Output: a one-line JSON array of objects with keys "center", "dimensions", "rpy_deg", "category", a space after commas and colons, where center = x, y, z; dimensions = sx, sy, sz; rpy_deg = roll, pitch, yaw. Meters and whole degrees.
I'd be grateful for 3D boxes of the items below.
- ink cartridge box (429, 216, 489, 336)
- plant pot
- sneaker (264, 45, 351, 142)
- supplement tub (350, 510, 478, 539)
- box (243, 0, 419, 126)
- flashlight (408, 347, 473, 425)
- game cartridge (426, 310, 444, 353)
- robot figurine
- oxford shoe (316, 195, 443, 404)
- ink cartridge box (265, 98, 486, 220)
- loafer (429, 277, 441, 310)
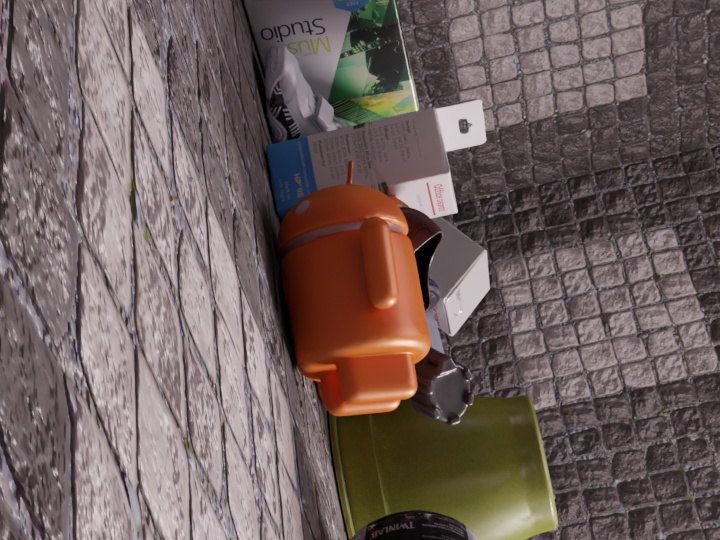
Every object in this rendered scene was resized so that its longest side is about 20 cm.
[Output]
[{"center": [0.056, -0.028, 1.813], "dimensions": [0.200, 0.084, 0.146], "rpy_deg": [38, -11, 17], "category": "ink cartridge box"}, {"center": [0.084, 0.201, 1.443], "dimensions": [0.200, 0.191, 0.202], "rpy_deg": [-12, 90, -86], "category": "plant pot"}, {"center": [-0.025, -0.135, 1.467], "dimensions": [0.075, 0.114, 0.201], "rpy_deg": [-98, 174, -57], "category": "sneaker"}, {"center": [0.047, 0.288, 1.136], "dimensions": [0.201, 0.122, 0.123], "rpy_deg": [-95, 172, -56], "category": "supplement tub"}, {"center": [-0.028, -0.222, 1.475], "dimensions": [0.037, 0.143, 0.201], "rpy_deg": [-92, 170, -45], "category": "box"}, {"center": [0.036, 0.096, 1.402], "dimensions": [0.067, 0.068, 0.200], "rpy_deg": [30, -3, -30], "category": "flashlight"}, {"center": [0.045, 0.096, 1.680], "dimensions": [0.133, 0.041, 0.201], "rpy_deg": [26, 38, -35], "category": "game cartridge"}, {"center": [-0.008, 0.017, 1.251], "dimensions": [0.144, 0.116, 0.202], "rpy_deg": [36, 42, -67], "category": "robot figurine"}, {"center": [0.016, 0.039, 1.340], "dimensions": [0.071, 0.072, 0.201], "rpy_deg": [-6, 119, -53], "category": "oxford shoe"}, {"center": [0.023, -0.088, 1.384], "dimensions": [0.116, 0.198, 0.067], "rpy_deg": [65, 14, -72], "category": "ink cartridge box"}, {"center": [0.000, 0.000, 1.457], "dimensions": [0.199, 0.072, 0.063], "rpy_deg": [18, 40, -51], "category": "loafer"}]
